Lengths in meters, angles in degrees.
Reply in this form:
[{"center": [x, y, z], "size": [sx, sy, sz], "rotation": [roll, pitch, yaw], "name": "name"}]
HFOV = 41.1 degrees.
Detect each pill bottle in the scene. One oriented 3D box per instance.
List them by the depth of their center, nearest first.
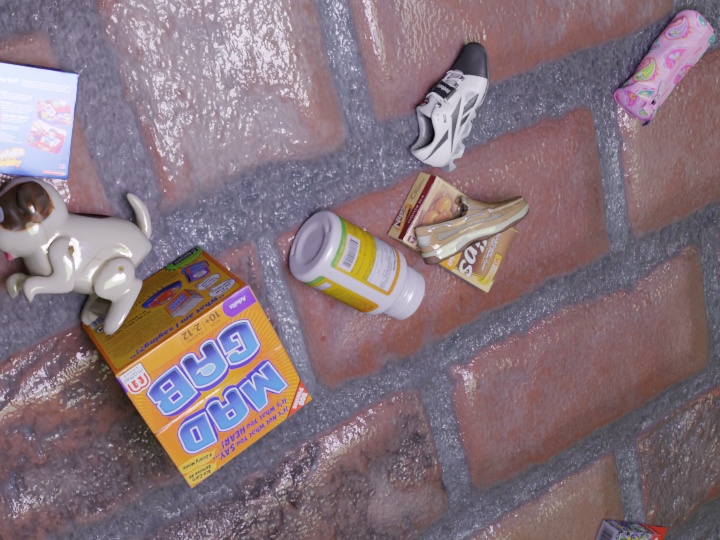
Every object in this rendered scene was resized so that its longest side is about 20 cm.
[{"center": [0.000, 0.000, 1.449], "size": [0.199, 0.111, 0.112], "rotation": [28, 91, -33], "name": "pill bottle"}]

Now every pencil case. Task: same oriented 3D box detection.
[{"center": [0.526, -0.351, 1.655], "size": [0.200, 0.087, 0.087], "rotation": [-51, 122, -8], "name": "pencil case"}]

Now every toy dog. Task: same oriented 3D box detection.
[{"center": [-0.372, -0.036, 1.214], "size": [0.199, 0.139, 0.195], "rotation": [35, 85, -31], "name": "toy dog"}]

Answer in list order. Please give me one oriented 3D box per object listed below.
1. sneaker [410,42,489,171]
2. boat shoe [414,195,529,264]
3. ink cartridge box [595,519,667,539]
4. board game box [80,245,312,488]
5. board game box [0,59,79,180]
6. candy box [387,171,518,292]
[{"center": [0.133, -0.257, 1.467], "size": [0.088, 0.074, 0.202], "rotation": [12, 98, -33], "name": "sneaker"}, {"center": [0.173, -0.082, 1.486], "size": [0.199, 0.072, 0.077], "rotation": [-27, 99, -23], "name": "boat shoe"}, {"center": [0.567, 0.582, 1.983], "size": [0.198, 0.050, 0.110], "rotation": [14, 98, -31], "name": "ink cartridge box"}, {"center": [-0.225, 0.123, 1.306], "size": [0.199, 0.199, 0.201], "rotation": [-34, 119, -15], "name": "board game box"}, {"center": [-0.454, -0.190, 1.173], "size": [0.198, 0.045, 0.136], "rotation": [4, 103, -30], "name": "board game box"}, {"center": [0.152, -0.060, 1.549], "size": [0.199, 0.055, 0.116], "rotation": [29, 89, -32], "name": "candy box"}]
